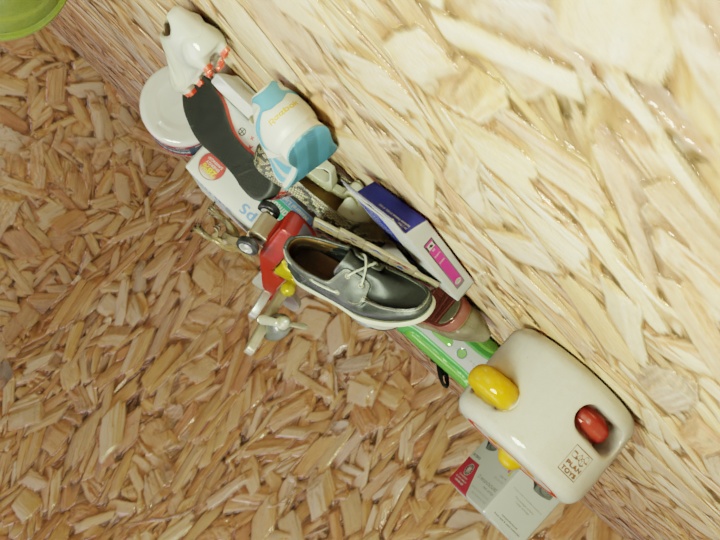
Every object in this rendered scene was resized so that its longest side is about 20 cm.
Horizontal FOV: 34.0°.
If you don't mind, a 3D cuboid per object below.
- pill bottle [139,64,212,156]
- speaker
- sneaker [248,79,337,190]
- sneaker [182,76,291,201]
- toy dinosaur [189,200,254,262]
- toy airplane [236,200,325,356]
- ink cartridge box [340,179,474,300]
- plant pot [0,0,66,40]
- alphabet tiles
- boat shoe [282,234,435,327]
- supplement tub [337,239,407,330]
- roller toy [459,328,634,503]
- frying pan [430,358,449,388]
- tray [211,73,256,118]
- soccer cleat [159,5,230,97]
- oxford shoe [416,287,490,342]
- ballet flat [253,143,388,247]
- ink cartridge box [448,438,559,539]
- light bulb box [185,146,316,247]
[{"bbox_3d":[-0.264,-0.234,1.764,0.119,0.120,0.200,42,176,-3],"label":"pill bottle"},{"bbox_3d":[0.138,0.108,1.744,0.200,0.089,0.088,41,176,14],"label":"speaker"},{"bbox_3d":[-0.077,-0.149,1.299,0.081,0.076,0.200,50,171,7],"label":"sneaker"},{"bbox_3d":[-0.154,-0.177,1.592,0.202,0.067,0.108,52,-155,13],"label":"sneaker"},{"bbox_3d":[-0.192,-0.046,1.711,0.101,0.058,0.200,41,175,-6],"label":"toy dinosaur"},{"bbox_3d":[-0.085,0.006,1.573,0.140,0.202,0.199,23,-164,10],"label":"toy airplane"},{"bbox_3d":[0.056,-0.042,1.345,0.095,0.037,0.200,40,177,38],"label":"ink cartridge box"},{"bbox_3d":[-0.437,-0.399,1.403,0.200,0.201,0.184,42,164,-8],"label":"plant pot"},{"bbox_3d":[0.016,-0.018,1.425,0.165,0.006,0.200,28,176,-1],"label":"alphabet tiles"},{"bbox_3d":[-0.005,0.010,1.400,0.198,0.072,0.068,21,153,24],"label":"boat shoe"},{"bbox_3d":[0.000,0.000,1.670,0.122,0.123,0.200,44,175,-29],"label":"supplement tub"},{"bbox_3d":[0.210,0.172,1.363,0.182,0.140,0.200,40,175,15],"label":"roller toy"},{"bbox_3d":[0.129,0.123,1.853,0.114,0.031,0.191,10,-140,-38],"label":"frying pan"},{"bbox_3d":[-0.109,-0.184,1.512,0.200,0.022,0.107,43,176,-10],"label":"tray"},{"bbox_3d":[-0.195,-0.254,1.349,0.078,0.069,0.200,47,168,-8],"label":"soccer cleat"},{"bbox_3d":[0.114,0.064,1.637,0.075,0.071,0.200,37,179,-22],"label":"oxford shoe"},{"bbox_3d":[-0.041,-0.101,1.436,0.199,0.068,0.075,36,145,-3],"label":"ballet flat"},{"bbox_3d":[0.236,0.265,1.644,0.086,0.200,0.148,43,175,-16],"label":"ink cartridge box"},{"bbox_3d":[-0.143,-0.118,1.772,0.198,0.125,0.200,42,174,3],"label":"light bulb box"}]
